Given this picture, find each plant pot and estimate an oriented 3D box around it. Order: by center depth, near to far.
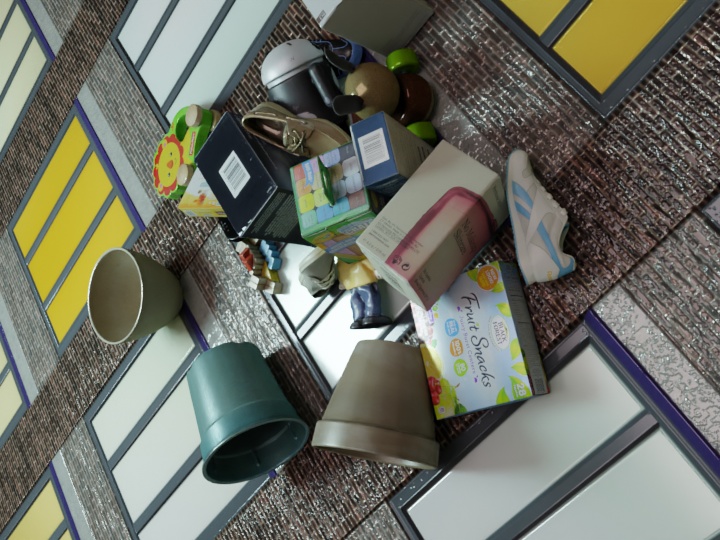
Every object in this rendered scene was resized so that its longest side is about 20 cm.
[{"bbox_3d":[0.036,0.207,1.136,0.199,0.200,0.175,-4,67,38],"label":"plant pot"},{"bbox_3d":[-0.220,0.250,1.327,0.200,0.199,0.197,-48,51,25],"label":"plant pot"}]

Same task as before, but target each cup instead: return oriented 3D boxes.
[{"bbox_3d":[-0.469,0.057,1.557,0.199,0.143,0.202,-4,84,37],"label":"cup"}]

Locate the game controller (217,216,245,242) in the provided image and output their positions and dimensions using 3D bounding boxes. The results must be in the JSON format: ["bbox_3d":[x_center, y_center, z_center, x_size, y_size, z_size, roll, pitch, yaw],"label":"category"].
[{"bbox_3d":[-0.236,-0.136,1.412,0.104,0.042,0.200,-31,45,-1],"label":"game controller"}]

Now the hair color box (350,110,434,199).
[{"bbox_3d":[0.063,-0.160,1.112,0.060,0.200,0.101,-19,75,25],"label":"hair color box"}]

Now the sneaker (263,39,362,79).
[{"bbox_3d":[-0.092,-0.389,1.334,0.199,0.078,0.071,-1,86,39],"label":"sneaker"}]

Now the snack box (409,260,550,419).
[{"bbox_3d":[0.174,0.106,1.091,0.168,0.067,0.202,-22,74,35],"label":"snack box"}]

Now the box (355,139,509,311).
[{"bbox_3d":[0.109,-0.062,1.056,0.109,0.128,0.200,38,84,28],"label":"box"}]

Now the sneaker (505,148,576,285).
[{"bbox_3d":[0.256,-0.082,1.046,0.080,0.076,0.202,-12,75,15],"label":"sneaker"}]

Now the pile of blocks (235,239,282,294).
[{"bbox_3d":[-0.205,-0.046,1.408,0.082,0.062,0.201,-40,64,29],"label":"pile of blocks"}]

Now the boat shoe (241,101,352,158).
[{"bbox_3d":[-0.104,-0.221,1.202,0.199,0.065,0.073,26,128,17],"label":"boat shoe"}]

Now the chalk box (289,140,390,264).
[{"bbox_3d":[-0.024,-0.108,1.118,0.123,0.200,0.125,-19,66,22],"label":"chalk box"}]

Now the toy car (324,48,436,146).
[{"bbox_3d":[0.009,-0.275,1.167,0.157,0.199,0.166,-22,73,35],"label":"toy car"}]

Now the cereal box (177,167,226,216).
[{"bbox_3d":[-0.267,-0.200,1.429,0.143,0.039,0.201,3,65,40],"label":"cereal box"}]

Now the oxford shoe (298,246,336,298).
[{"bbox_3d":[-0.068,0.000,1.244,0.075,0.200,0.058,-37,81,-16],"label":"oxford shoe"}]

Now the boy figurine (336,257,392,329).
[{"bbox_3d":[0.000,0.000,1.240,0.124,0.064,0.202,-25,68,51],"label":"boy figurine"}]

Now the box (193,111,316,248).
[{"bbox_3d":[-0.153,-0.158,1.288,0.123,0.198,0.201,-48,60,24],"label":"box"}]

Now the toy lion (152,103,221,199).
[{"bbox_3d":[-0.390,-0.255,1.578,0.191,0.068,0.202,12,94,46],"label":"toy lion"}]

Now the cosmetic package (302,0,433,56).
[{"bbox_3d":[0.014,-0.431,1.176,0.113,0.199,0.081,-44,62,26],"label":"cosmetic package"}]

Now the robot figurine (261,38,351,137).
[{"bbox_3d":[-0.091,-0.303,1.272,0.149,0.125,0.201,-19,105,28],"label":"robot figurine"}]
